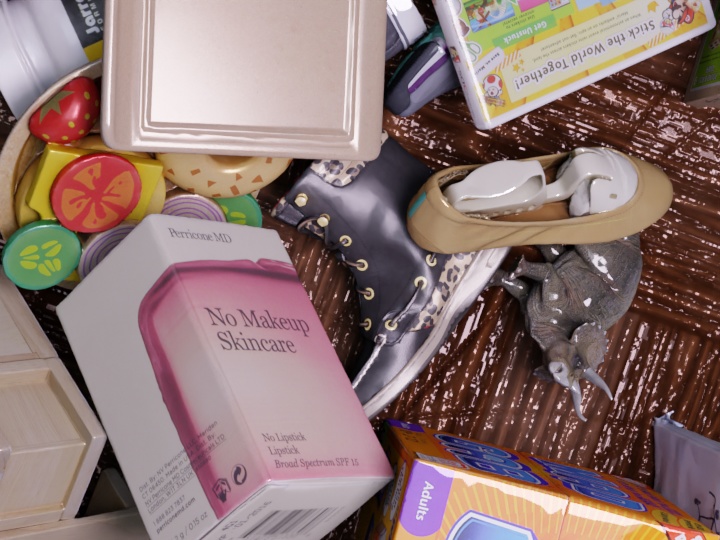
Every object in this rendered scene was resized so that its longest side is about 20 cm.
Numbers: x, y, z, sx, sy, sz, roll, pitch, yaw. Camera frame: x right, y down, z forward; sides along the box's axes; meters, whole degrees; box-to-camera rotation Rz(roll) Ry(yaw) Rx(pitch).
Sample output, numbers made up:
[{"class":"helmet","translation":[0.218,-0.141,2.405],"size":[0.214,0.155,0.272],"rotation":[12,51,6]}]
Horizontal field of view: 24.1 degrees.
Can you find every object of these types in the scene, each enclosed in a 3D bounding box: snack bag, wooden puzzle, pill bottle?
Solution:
[{"class":"snack bag","translation":[0.219,0.204,1.135],"size":[0.021,0.189,0.202],"rotation":[3,91,-5]},{"class":"wooden puzzle","translation":[-0.072,-0.166,1.070],"size":[0.199,0.037,0.187],"rotation":[0,95,-28]},{"class":"pill bottle","translation":[-0.154,-0.176,1.133],"size":[0.199,0.112,0.113],"rotation":[-26,93,-3]}]

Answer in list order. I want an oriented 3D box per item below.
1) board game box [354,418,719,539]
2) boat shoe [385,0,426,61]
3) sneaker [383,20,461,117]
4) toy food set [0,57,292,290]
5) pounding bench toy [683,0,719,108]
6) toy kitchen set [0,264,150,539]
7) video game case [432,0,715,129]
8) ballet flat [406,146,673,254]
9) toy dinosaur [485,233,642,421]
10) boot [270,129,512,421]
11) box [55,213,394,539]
[{"class":"board game box","translation":[0.095,0.230,1.120],"size":[0.198,0.200,0.201],"rotation":[15,91,-4]},{"class":"boat shoe","translation":[-0.035,-0.229,1.167],"size":[0.068,0.072,0.201],"rotation":[-35,101,-4]},{"class":"sneaker","translation":[0.108,-0.164,1.176],"size":[0.200,0.074,0.088],"rotation":[-45,99,-3]},{"class":"toy food set","translation":[-0.146,-0.057,1.124],"size":[0.199,0.049,0.199],"rotation":[5,123,-34]},{"class":"pounding bench toy","translation":[0.331,-0.155,1.128],"size":[0.155,0.200,0.125],"rotation":[17,90,-4]},{"class":"toy kitchen set","translation":[-0.236,0.129,1.168],"size":[0.162,0.181,0.201],"rotation":[-4,132,-39]},{"class":"video game case","translation":[0.134,-0.217,1.142],"size":[0.199,0.023,0.183],"rotation":[-25,103,-21]},{"class":"ballet flat","translation":[0.129,-0.051,1.136],"size":[0.199,0.063,0.069],"rotation":[-12,61,-17]},{"class":"toy dinosaur","translation":[0.154,0.008,1.190],"size":[0.102,0.077,0.200],"rotation":[41,57,-7]},{"class":"boot","translation":[0.000,0.000,1.170],"size":[0.150,0.073,0.200],"rotation":[39,85,-6]},{"class":"box","translation":[-0.088,0.078,1.087],"size":[0.109,0.127,0.201],"rotation":[-41,62,29]}]
